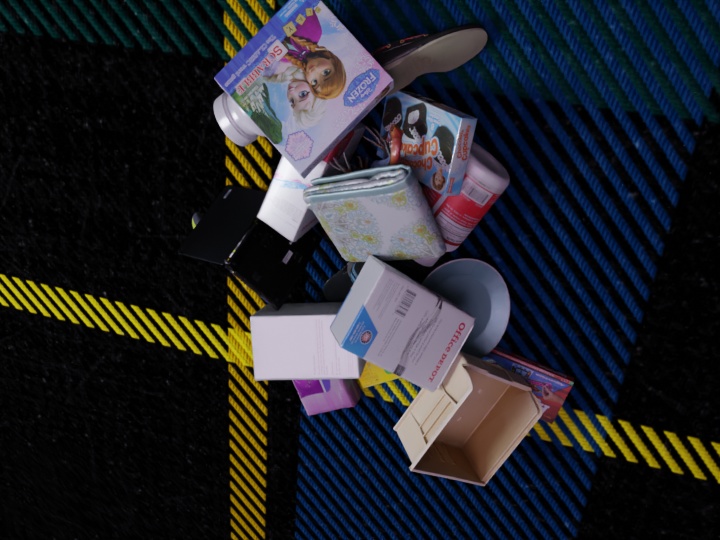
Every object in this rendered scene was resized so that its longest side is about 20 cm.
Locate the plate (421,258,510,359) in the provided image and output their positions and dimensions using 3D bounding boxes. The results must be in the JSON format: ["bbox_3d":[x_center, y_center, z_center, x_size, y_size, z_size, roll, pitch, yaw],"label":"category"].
[{"bbox_3d":[0.180,0.076,1.082,0.194,0.026,0.206,-4,104,-14],"label":"plate"}]

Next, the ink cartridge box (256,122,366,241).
[{"bbox_3d":[-0.084,-0.172,1.028,0.085,0.148,0.202,32,117,4],"label":"ink cartridge box"}]

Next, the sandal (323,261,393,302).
[{"bbox_3d":[0.000,0.001,1.130,0.075,0.048,0.201,41,117,-3],"label":"sandal"}]

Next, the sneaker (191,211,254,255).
[{"bbox_3d":[-0.238,-0.066,1.171,0.197,0.074,0.082,30,111,-5],"label":"sneaker"}]

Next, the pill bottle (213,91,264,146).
[{"bbox_3d":[-0.148,-0.302,1.012,0.197,0.116,0.118,-26,103,24],"label":"pill bottle"}]

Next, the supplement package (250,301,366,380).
[{"bbox_3d":[-0.091,0.127,1.094,0.194,0.117,0.120,-2,99,8],"label":"supplement package"}]

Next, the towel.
[{"bbox_3d":[0.023,-0.084,0.945,0.195,0.049,0.172,-2,142,31],"label":"towel"}]

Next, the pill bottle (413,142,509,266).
[{"bbox_3d":[0.149,-0.108,1.002,0.111,0.113,0.201,37,118,-1],"label":"pill bottle"}]

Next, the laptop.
[{"bbox_3d":[-0.203,-0.048,1.115,0.199,0.179,0.102,41,149,-19],"label":"laptop"}]

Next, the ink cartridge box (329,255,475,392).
[{"bbox_3d":[0.070,0.090,0.995,0.197,0.084,0.147,28,95,-23],"label":"ink cartridge box"}]

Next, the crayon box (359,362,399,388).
[{"bbox_3d":[0.070,0.142,1.161,0.196,0.058,0.121,-20,105,23],"label":"crayon box"}]

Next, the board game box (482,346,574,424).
[{"bbox_3d":[0.295,0.212,1.143,0.196,0.019,0.105,21,118,8],"label":"board game box"}]

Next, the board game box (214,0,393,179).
[{"bbox_3d":[-0.084,-0.284,0.900,0.200,0.041,0.200,-44,88,2],"label":"board game box"}]

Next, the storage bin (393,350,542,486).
[{"bbox_3d":[0.195,0.266,1.066,0.197,0.094,0.201,23,110,-34],"label":"storage bin"}]

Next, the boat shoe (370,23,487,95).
[{"bbox_3d":[0.100,-0.346,0.941,0.197,0.074,0.064,-20,62,10],"label":"boat shoe"}]

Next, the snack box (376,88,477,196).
[{"bbox_3d":[0.099,-0.210,0.950,0.200,0.036,0.119,41,129,48],"label":"snack box"}]

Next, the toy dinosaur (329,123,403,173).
[{"bbox_3d":[0.042,-0.169,0.983,0.198,0.107,0.180,31,165,-27],"label":"toy dinosaur"}]

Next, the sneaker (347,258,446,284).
[{"bbox_3d":[0.076,0.018,1.070,0.194,0.082,0.075,0,117,-11],"label":"sneaker"}]

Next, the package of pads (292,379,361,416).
[{"bbox_3d":[-0.088,0.195,1.222,0.118,0.076,0.204,-16,106,19],"label":"package of pads"}]
